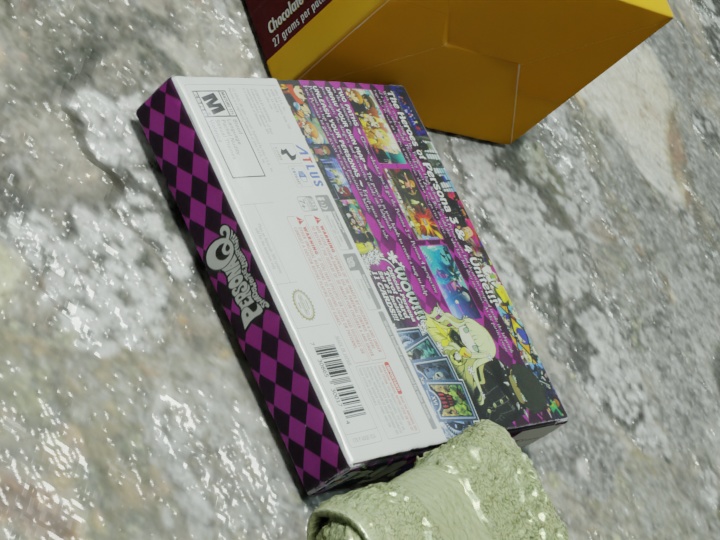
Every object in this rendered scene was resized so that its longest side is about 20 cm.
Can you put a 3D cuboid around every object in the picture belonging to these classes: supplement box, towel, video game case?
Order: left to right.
[{"bbox_3d":[0.000,0.000,0.913,0.181,0.036,0.201,-6,65,-52],"label":"video game case"},{"bbox_3d":[0.033,-0.200,1.045,0.196,0.133,0.201,8,54,-47],"label":"supplement box"},{"bbox_3d":[0.063,0.171,0.814,0.148,0.036,0.201,-21,83,-51],"label":"towel"}]
